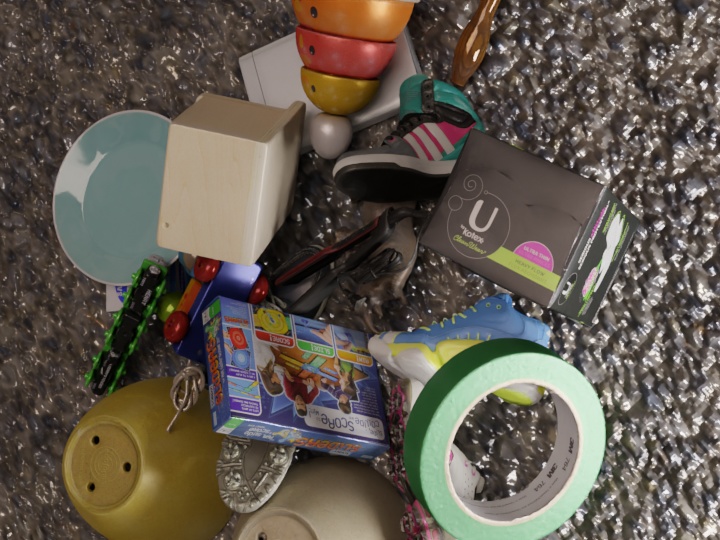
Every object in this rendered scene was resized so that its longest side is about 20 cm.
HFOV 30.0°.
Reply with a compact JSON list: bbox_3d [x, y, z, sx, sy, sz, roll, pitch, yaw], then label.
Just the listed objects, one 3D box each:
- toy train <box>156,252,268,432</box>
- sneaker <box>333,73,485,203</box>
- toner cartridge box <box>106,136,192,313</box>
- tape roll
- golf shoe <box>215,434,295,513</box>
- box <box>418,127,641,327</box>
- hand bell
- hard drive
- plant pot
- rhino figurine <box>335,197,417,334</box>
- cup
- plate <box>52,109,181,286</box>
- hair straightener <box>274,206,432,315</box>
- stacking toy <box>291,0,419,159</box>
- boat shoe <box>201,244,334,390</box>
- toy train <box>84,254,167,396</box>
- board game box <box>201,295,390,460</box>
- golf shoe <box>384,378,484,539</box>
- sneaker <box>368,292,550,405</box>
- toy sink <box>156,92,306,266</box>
[{"bbox_3d":[-0.189,0.061,1.451,0.115,0.084,0.202,31,94,55],"label":"toy train"},{"bbox_3d":[0.050,-0.143,1.396,0.084,0.198,0.122,-44,56,51],"label":"sneaker"},{"bbox_3d":[-0.245,-0.053,1.559,0.094,0.043,0.203,-5,81,21],"label":"toner cartridge box"},{"bbox_3d":[0.141,0.169,1.306,0.202,0.199,0.048,-61,24,3],"label":"tape roll"},{"bbox_3d":[-0.093,0.180,1.403,0.077,0.098,0.202,6,47,13],"label":"golf shoe"},{"bbox_3d":[0.170,-0.037,1.310,0.147,0.200,0.126,26,92,22],"label":"box"},{"bbox_3d":[0.141,-0.294,1.435,0.103,0.104,0.202,28,106,22],"label":"hand bell"},{"bbox_3d":[-0.032,-0.215,1.509,0.198,0.027,0.134,-21,76,17],"label":"hard drive"},{"bbox_3d":[-0.245,0.214,1.467,0.197,0.142,0.203,-3,82,21],"label":"plant pot"},{"bbox_3d":[0.020,-0.031,1.433,0.086,0.060,0.203,-5,71,21],"label":"rhino figurine"},{"bbox_3d":[-0.056,0.292,1.382,0.197,0.143,0.204,-3,80,20],"label":"cup"},{"bbox_3d":[-0.262,-0.082,1.532,0.197,0.026,0.204,-3,81,19],"label":"plate"},{"bbox_3d":[0.000,0.000,1.388,0.199,0.041,0.078,-31,73,27],"label":"hair straightener"},{"bbox_3d":[-0.019,-0.218,1.437,0.144,0.146,0.203,13,103,22],"label":"stacking toy"},{"bbox_3d":[-0.105,0.053,1.479,0.200,0.062,0.075,-49,64,7],"label":"boat shoe"},{"bbox_3d":[-0.259,0.061,1.500,0.041,0.057,0.201,25,124,-8],"label":"toy train"},{"bbox_3d":[-0.065,0.111,1.367,0.034,0.198,0.137,-39,48,39],"label":"board game box"},{"bbox_3d":[0.078,0.209,1.387,0.091,0.073,0.203,-7,77,-18],"label":"golf shoe"},{"bbox_3d":[0.110,0.072,1.399,0.197,0.076,0.106,13,69,23],"label":"sneaker"},{"bbox_3d":[-0.136,-0.107,1.414,0.110,0.200,0.132,12,112,6],"label":"toy sink"}]
